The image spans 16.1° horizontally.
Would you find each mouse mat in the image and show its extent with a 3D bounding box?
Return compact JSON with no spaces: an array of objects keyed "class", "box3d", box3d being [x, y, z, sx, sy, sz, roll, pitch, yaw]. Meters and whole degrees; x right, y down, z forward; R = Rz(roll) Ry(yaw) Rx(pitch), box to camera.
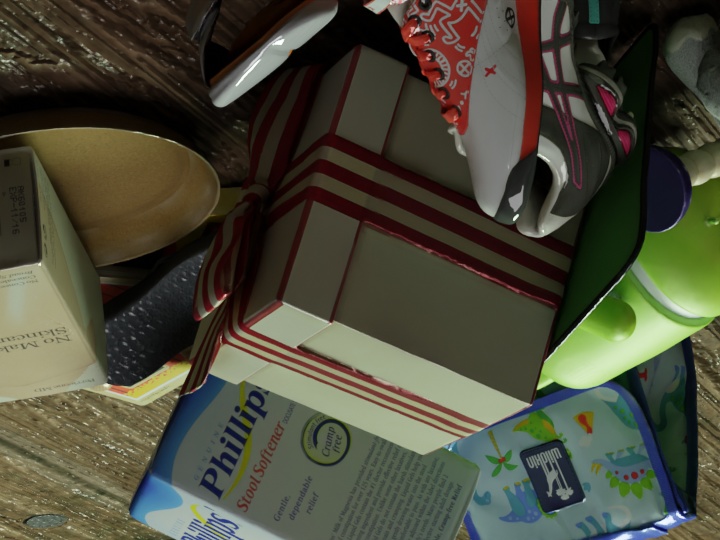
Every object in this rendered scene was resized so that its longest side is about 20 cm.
[{"class":"mouse mat","box3d":[0.126,-0.032,1.475,0.007,0.201,0.161,25,135,-14]}]

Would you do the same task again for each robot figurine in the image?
[{"class":"robot figurine","box3d":[0.163,-0.001,1.596,0.199,0.116,0.175,-32,-173,36]}]

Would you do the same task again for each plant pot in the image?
[{"class":"plant pot","box3d":[-0.186,-0.052,1.561,0.198,0.028,0.200,-7,156,-3]}]

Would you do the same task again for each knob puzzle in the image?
[{"class":"knob puzzle","box3d":[-0.186,0.046,1.743,0.218,0.031,0.220,2,155,1]}]

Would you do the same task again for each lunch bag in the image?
[{"class":"lunch bag","box3d":[0.146,0.105,1.805,0.169,0.202,0.127,-22,153,31]}]

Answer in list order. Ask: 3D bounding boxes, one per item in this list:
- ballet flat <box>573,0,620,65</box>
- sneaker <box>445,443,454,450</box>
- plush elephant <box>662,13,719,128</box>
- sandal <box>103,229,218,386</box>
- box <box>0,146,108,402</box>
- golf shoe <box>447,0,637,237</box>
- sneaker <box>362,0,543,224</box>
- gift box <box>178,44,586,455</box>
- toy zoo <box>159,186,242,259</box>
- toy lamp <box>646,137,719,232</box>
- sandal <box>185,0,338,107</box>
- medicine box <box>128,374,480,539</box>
[{"class":"ballet flat","box3d":[0.112,-0.112,1.465,0.067,0.069,0.200,-8,157,-5]},{"class":"sneaker","box3d":[0.031,0.060,1.702,0.065,0.079,0.201,7,139,22]},{"class":"plush elephant","box3d":[0.283,-0.111,1.428,0.163,0.201,0.155,10,134,-20]},{"class":"sandal","box3d":[-0.109,0.012,1.655,0.199,0.043,0.076,-25,128,30]},{"class":"box","box3d":[-0.218,0.007,1.551,0.094,0.078,0.200,-10,156,4]},{"class":"golf shoe","box3d":[0.077,-0.110,1.353,0.077,0.088,0.200,-3,133,47]},{"class":"sneaker","box3d":[0.037,-0.125,1.283,0.107,0.203,0.067,1,-170,-6]},{"class":"gift box","box3d":[0.000,0.000,1.482,0.186,0.186,0.200,24,153,-16]},{"class":"toy zoo","box3d":[-0.063,-0.014,1.692,0.130,0.021,0.200,0,155,-18]},{"class":"toy lamp","box3d":[0.229,-0.074,1.523,0.199,0.059,0.058,-26,175,-46]},{"class":"sandal","box3d":[-0.056,-0.137,1.300,0.079,0.059,0.207,-38,-170,9]},{"class":"medicine box","box3d":[-0.042,0.148,1.700,0.199,0.104,0.182,25,163,-2]}]
